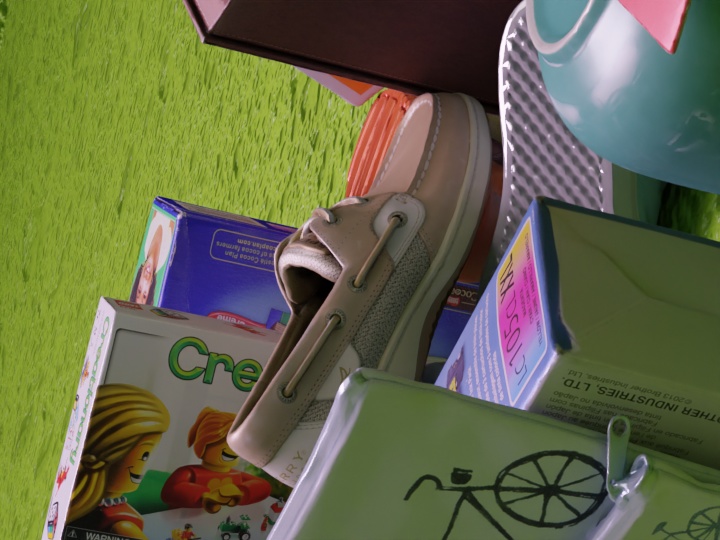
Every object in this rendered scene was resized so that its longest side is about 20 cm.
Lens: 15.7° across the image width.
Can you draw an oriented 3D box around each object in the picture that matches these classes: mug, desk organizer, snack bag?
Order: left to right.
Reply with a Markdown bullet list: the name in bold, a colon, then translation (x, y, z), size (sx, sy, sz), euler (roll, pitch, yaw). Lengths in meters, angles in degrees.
- **desk organizer**: translation (0.019, -0.128, 1.112), size (0.077, 0.199, 0.072), euler (-52, 46, 29)
- **snack bag**: translation (0.056, 0.116, 0.844), size (0.021, 0.199, 0.189), euler (-85, 17, -46)
- **mug**: translation (0.121, -0.100, 0.927), size (0.185, 0.114, 0.153), euler (138, 141, -63)

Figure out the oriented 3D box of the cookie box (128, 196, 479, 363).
- **cookie box**: translation (-0.034, 0.083, 1.224), size (0.075, 0.170, 0.201), euler (-153, 76, -76)

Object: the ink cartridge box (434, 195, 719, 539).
- **ink cartridge box**: translation (0.084, 0.082, 0.880), size (0.077, 0.136, 0.201), euler (-92, 21, -47)

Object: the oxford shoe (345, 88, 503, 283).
- **oxford shoe**: translation (0.047, -0.031, 1.196), size (0.072, 0.073, 0.200), euler (-70, 23, 13)

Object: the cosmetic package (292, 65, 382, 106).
- **cosmetic package**: translation (0.029, -0.172, 1.197), size (0.200, 0.101, 0.072), euler (-37, 40, 32)

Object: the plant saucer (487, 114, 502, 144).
- **plant saucer**: translation (0.068, -0.124, 1.279), size (0.200, 0.031, 0.201), euler (-167, 90, -75)

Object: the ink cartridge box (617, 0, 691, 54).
- **ink cartridge box**: translation (0.073, -0.197, 0.827), size (0.176, 0.044, 0.201), euler (-120, 39, -53)

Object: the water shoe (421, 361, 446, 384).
- **water shoe**: translation (0.061, 0.076, 1.015), size (0.079, 0.071, 0.200), euler (-54, 17, -26)

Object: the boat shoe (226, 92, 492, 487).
- **boat shoe**: translation (0.000, 0.000, 1.065), size (0.072, 0.065, 0.201), euler (-43, 23, 56)

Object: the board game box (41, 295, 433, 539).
- **board game box**: translation (-0.032, 0.093, 1.155), size (0.035, 0.199, 0.127), euler (-143, 66, -70)

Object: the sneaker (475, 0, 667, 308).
- **sneaker**: translation (0.099, -0.024, 1.068), size (0.074, 0.082, 0.201), euler (20, 117, 31)
